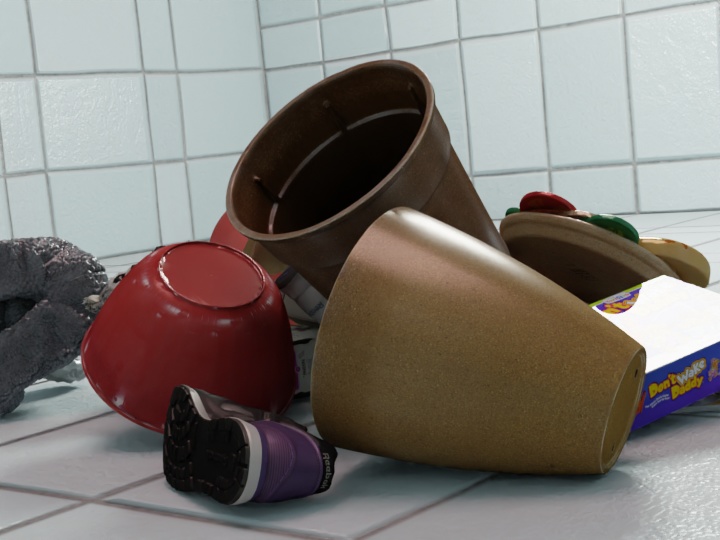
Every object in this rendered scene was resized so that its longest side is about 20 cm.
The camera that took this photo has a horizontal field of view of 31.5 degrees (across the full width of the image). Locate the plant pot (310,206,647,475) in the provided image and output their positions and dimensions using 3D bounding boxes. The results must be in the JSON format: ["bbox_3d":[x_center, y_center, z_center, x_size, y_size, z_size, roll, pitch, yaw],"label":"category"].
[{"bbox_3d":[0.096,0.069,0.918,0.199,0.187,0.186,17,14,23],"label":"plant pot"}]

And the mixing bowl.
[{"bbox_3d":[-0.143,0.044,1.145,0.199,0.109,0.200,12,33,-8],"label":"mixing bowl"}]

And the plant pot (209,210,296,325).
[{"bbox_3d":[-0.109,0.000,1.736,0.199,0.201,0.177,-6,16,-5],"label":"plant pot"}]

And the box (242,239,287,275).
[{"bbox_3d":[-0.039,-0.043,1.316,0.163,0.021,0.200,-16,-12,-17],"label":"box"}]

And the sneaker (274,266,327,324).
[{"bbox_3d":[0.000,0.000,1.245,0.200,0.087,0.074,-35,-3,-45],"label":"sneaker"}]

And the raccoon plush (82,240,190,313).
[{"bbox_3d":[-0.203,0.067,1.342,0.097,0.201,0.134,16,43,43],"label":"raccoon plush"}]

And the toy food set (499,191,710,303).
[{"bbox_3d":[0.228,-0.017,1.258,0.197,0.049,0.200,28,-14,-14],"label":"toy food set"}]

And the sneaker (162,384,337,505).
[{"bbox_3d":[-0.084,0.135,0.945,0.087,0.076,0.200,8,3,-27],"label":"sneaker"}]

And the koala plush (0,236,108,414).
[{"bbox_3d":[-0.356,0.056,1.399,0.183,0.178,0.200,-26,-8,-11],"label":"koala plush"}]

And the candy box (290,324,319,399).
[{"bbox_3d":[-0.125,0.101,1.279,0.199,0.061,0.136,-10,7,-33],"label":"candy box"}]

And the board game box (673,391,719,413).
[{"bbox_3d":[0.250,0.073,1.139,0.199,0.026,0.200,-4,20,9],"label":"board game box"}]

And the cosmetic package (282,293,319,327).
[{"bbox_3d":[-0.014,0.037,1.390,0.105,0.071,0.200,11,-8,12],"label":"cosmetic package"}]

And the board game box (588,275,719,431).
[{"bbox_3d":[0.226,0.069,1.052,0.199,0.045,0.134,-19,23,-28],"label":"board game box"}]

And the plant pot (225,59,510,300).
[{"bbox_3d":[0.020,-0.039,1.096,0.200,0.198,0.201,-23,38,20],"label":"plant pot"}]
